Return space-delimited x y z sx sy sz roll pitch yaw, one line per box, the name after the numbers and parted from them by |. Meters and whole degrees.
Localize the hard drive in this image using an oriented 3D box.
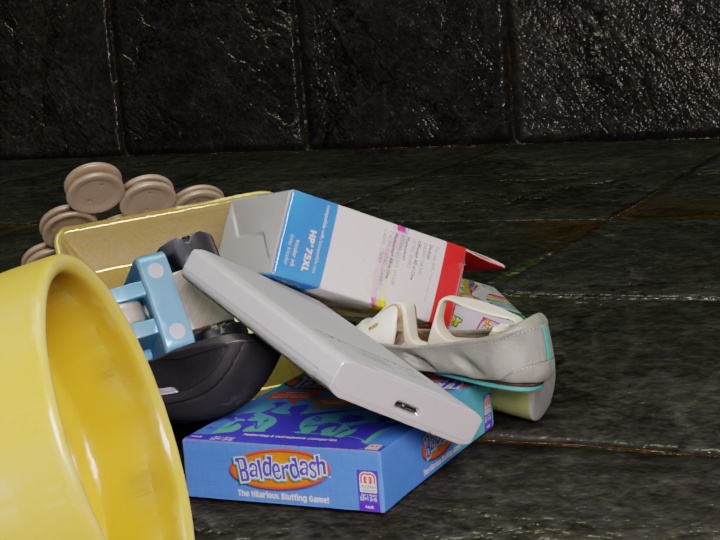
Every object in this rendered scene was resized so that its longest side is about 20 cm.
-0.023 0.049 1.012 0.131 0.026 0.200 25 4 -40 | hard drive

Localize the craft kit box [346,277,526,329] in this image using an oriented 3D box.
0.044 0.026 1.363 0.196 0.049 0.200 13 8 -9 | craft kit box

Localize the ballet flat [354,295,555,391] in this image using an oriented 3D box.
0.049 0.049 1.097 0.198 0.064 0.067 1 11 31 | ballet flat

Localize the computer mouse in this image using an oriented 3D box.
-0.125 0.095 1.077 0.199 0.046 0.140 -17 -18 24 | computer mouse

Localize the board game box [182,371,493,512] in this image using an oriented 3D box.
-0.010 0.115 1.067 0.151 0.045 0.200 0 10 25 | board game box

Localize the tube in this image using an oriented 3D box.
0.053 0.071 1.176 0.198 0.058 0.052 13 53 26 | tube

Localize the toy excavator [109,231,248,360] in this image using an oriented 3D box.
-0.183 0.044 1.091 0.198 0.101 0.195 -17 -14 -22 | toy excavator

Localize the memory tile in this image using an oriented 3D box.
-0.219 -0.017 1.321 0.152 0.017 0.200 6 -42 -34 | memory tile

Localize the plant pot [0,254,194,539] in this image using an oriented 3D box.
-0.209 0.114 0.790 0.187 0.202 0.201 -18 9 6 | plant pot

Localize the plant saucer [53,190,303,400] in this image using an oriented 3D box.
-0.140 0.041 1.249 0.198 0.201 0.049 -11 -31 -12 | plant saucer

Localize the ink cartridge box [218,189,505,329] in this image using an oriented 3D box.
0.000 0.000 1.175 0.199 0.068 0.116 18 -10 -27 | ink cartridge box
